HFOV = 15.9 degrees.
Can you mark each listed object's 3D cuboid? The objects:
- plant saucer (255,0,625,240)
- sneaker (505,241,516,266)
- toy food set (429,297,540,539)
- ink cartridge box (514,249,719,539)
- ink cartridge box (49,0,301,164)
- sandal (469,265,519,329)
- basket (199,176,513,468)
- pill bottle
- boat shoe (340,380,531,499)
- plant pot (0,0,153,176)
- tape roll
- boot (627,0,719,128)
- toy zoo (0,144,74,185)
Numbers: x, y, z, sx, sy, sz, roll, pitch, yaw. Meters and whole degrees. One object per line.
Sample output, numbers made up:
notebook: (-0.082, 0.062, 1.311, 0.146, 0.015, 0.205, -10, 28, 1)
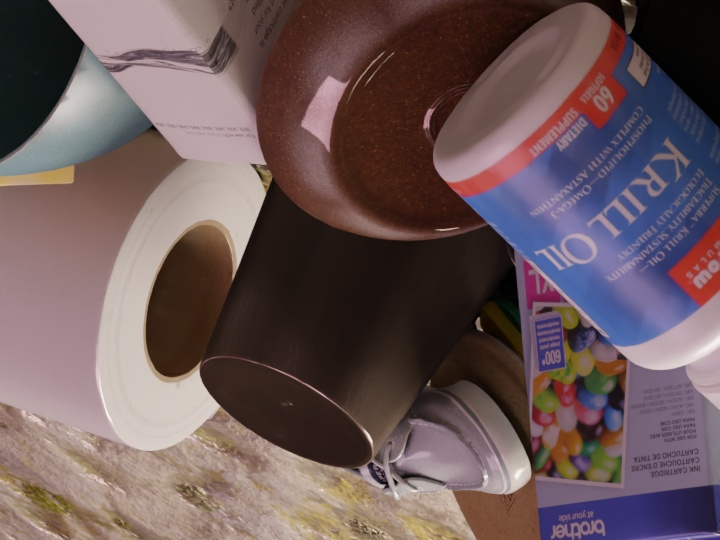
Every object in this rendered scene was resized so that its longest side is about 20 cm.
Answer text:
plant saucer: (0.047, -0.086, 1.299, 0.201, 0.200, 0.037, 54, -172, -44)
sneaker: (0.162, 0.020, 1.430, 0.090, 0.200, 0.078, 12, 127, -37)
toy food set: (0.105, 0.122, 1.539, 0.200, 0.048, 0.198, 54, 157, 33)
ink cartridge box: (0.143, 0.077, 1.349, 0.119, 0.201, 0.042, -13, 171, 43)
ink cartridge box: (-0.083, -0.170, 1.306, 0.084, 0.146, 0.200, 5, 146, 38)
sandal: (0.098, 0.034, 1.579, 0.076, 0.048, 0.200, 63, 166, -4)
basket: (0.000, 0.000, 1.487, 0.136, 0.200, 0.180, -3, 140, 49)
pill bottle: (0.140, -0.024, 1.241, 0.200, 0.112, 0.112, 42, 153, -15)
boat shoe: (0.031, 0.107, 1.524, 0.070, 0.071, 0.201, 65, 160, -15)
plant pot: (-0.160, -0.144, 1.430, 0.200, 0.201, 0.134, 4, 176, 44)
tape roll: (-0.166, 0.003, 1.672, 0.139, 0.203, 0.203, 15, 153, 27)
boot: (0.204, -0.103, 1.231, 0.162, 0.073, 0.199, 23, 154, 27)
toy zoo: (-0.233, -0.087, 1.523, 0.131, 0.200, 0.021, 2, 113, -7)
